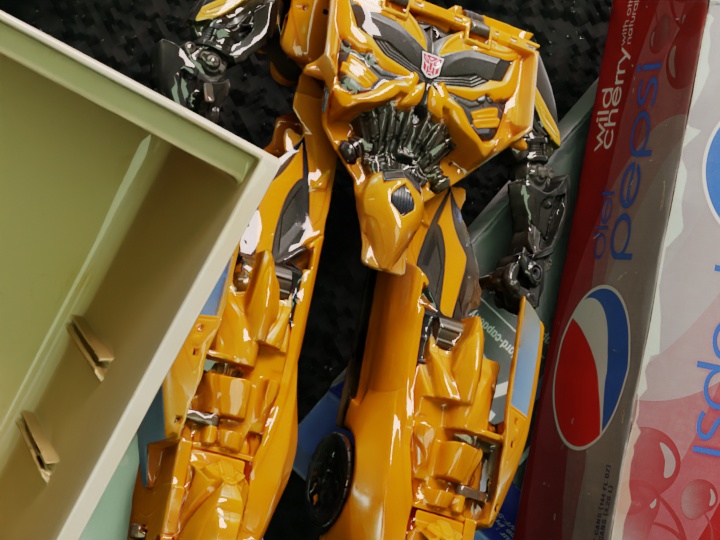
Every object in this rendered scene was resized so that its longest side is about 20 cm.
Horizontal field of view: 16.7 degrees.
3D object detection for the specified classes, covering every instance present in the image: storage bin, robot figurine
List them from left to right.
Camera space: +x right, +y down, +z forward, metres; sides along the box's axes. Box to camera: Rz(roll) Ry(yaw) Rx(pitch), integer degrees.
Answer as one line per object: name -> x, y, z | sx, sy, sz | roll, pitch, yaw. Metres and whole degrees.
storage bin -> -0.160, 0.009, 0.620 | 0.198, 0.094, 0.201 | 27, 94, -19
robot figurine -> 0.000, 0.000, 0.715 | 0.144, 0.058, 0.202 | 17, 75, -24

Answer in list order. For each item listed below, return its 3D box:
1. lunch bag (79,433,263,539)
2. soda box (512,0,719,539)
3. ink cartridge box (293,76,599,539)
lunch bag -> -0.134, 0.059, 0.740 | 0.199, 0.077, 0.161 | -21, 90, -9
soda box -> 0.102, 0.001, 0.741 | 0.063, 0.070, 0.202 | 12, 87, -20
ink cartridge box -> 0.074, 0.017, 0.793 | 0.099, 0.039, 0.200 | 41, 84, -6
